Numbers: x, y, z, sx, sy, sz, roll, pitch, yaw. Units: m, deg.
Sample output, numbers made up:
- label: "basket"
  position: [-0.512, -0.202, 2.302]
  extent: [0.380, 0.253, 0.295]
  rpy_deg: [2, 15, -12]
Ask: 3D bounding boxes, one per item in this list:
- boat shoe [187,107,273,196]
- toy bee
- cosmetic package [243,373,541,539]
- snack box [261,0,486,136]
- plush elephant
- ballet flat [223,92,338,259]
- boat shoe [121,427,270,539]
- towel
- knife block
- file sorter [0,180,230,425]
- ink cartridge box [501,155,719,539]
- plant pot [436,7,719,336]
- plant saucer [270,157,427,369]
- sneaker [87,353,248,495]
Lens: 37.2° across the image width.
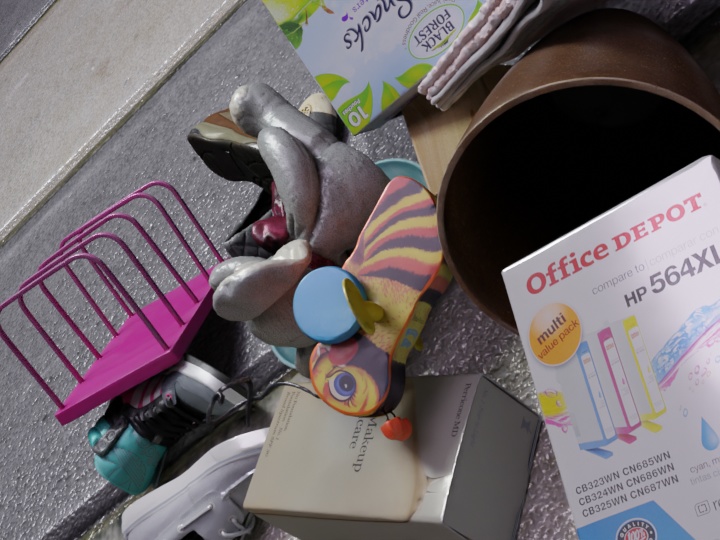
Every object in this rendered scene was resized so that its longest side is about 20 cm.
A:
- label: "boat shoe"
  position: [-0.084, -0.119, 1.002]
  extent: [0.199, 0.076, 0.074]
  rpy_deg: [24, 64, 42]
- label: "toy bee"
  position: [0.008, 0.049, 0.681]
  extent: [0.108, 0.130, 0.201]
  rpy_deg: [41, 117, 20]
- label: "cosmetic package"
  position: [0.018, 0.134, 0.739]
  extent: [0.198, 0.073, 0.105]
  rpy_deg: [-11, 52, 46]
- label: "snack box"
  position: [0.035, -0.217, 0.789]
  extent: [0.199, 0.143, 0.053]
  rpy_deg: [-37, -3, 28]
- label: "plush elephant"
  position: [-0.043, -0.011, 0.787]
  extent: [0.155, 0.165, 0.199]
  rpy_deg: [-47, 45, -11]
- label: "ballet flat"
  position: [-0.072, -0.092, 1.049]
  extent: [0.066, 0.057, 0.203]
  rpy_deg: [-3, 59, 47]
- label: "boat shoe"
  position: [-0.117, 0.191, 0.862]
  extent: [0.198, 0.072, 0.069]
  rpy_deg: [-31, 62, 20]
- label: "towel"
  position: [0.141, -0.191, 0.706]
  extent: [0.190, 0.032, 0.200]
  rpy_deg: [-37, -1, -19]
- label: "knife block"
  position: [0.064, -0.110, 0.852]
  extent: [0.174, 0.064, 0.201]
  rpy_deg: [9, 52, 43]
- label: "file sorter"
  position: [-0.228, 0.018, 1.006]
  extent: [0.138, 0.126, 0.201]
  rpy_deg: [-29, 17, 20]
- label: "ink cartridge box"
  position: [0.167, 0.051, 0.531]
  extent: [0.128, 0.124, 0.203]
  rpy_deg: [-30, 62, 31]
- label: "plant pot"
  position: [0.155, -0.084, 0.686]
  extent: [0.186, 0.187, 0.201]
  rpy_deg: [-28, 25, 32]
- label: "plant saucer"
  position: [0.000, 0.000, 0.904]
  extent: [0.199, 0.036, 0.202]
  rpy_deg: [-30, 42, 31]
- label: "sneaker"
  position: [-0.181, 0.141, 0.957]
  extent: [0.199, 0.083, 0.122]
  rpy_deg: [-7, 51, 57]
